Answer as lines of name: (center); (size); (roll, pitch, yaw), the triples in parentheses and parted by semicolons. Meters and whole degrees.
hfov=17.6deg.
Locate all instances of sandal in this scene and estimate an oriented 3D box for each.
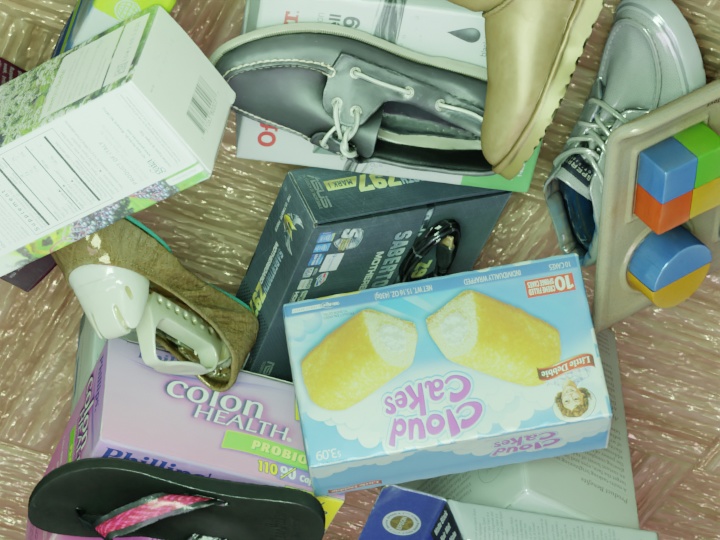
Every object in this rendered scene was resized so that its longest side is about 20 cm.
sandal: (-0.123, 0.164, 1.510); (0.198, 0.045, 0.075); (5, 139, 7)

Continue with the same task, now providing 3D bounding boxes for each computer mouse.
computer mouse: (0.056, 0.028, 1.609); (0.058, 0.034, 0.200); (-25, 152, -10)

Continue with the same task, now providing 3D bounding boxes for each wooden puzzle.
wooden puzzle: (0.239, -0.051, 1.552); (0.184, 0.046, 0.201); (-26, 143, -25)

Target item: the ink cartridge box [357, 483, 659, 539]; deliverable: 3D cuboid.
ink cartridge box: (0.083, 0.237, 1.617); (0.198, 0.041, 0.200); (11, 135, -11)

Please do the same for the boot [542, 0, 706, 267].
boot: (0.169, -0.086, 1.531); (0.095, 0.073, 0.201); (-37, 142, -26)

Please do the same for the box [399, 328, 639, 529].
box: (0.109, 0.139, 1.690); (0.106, 0.201, 0.152); (25, 131, -25)

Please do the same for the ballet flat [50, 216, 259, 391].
ballet flat: (-0.139, 0.023, 1.511); (0.067, 0.073, 0.200); (-15, 144, 31)

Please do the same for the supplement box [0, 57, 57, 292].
supplement box: (-0.274, -0.087, 1.519); (0.199, 0.111, 0.086); (28, 129, -26)

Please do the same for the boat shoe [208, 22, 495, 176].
boat shoe: (0.003, -0.100, 1.427); (0.198, 0.063, 0.073); (9, 133, -9)

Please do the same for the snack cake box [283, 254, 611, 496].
snack cake box: (0.056, 0.070, 1.526); (0.198, 0.116, 0.067); (-10, 157, -2)

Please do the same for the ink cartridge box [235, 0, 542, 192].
ink cartridge box: (0.023, -0.137, 1.494); (0.198, 0.084, 0.147); (6, 134, -6)

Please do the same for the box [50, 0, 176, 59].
box: (-0.150, -0.159, 1.441); (0.047, 0.122, 0.200); (25, 130, -13)

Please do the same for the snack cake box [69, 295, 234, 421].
snack cake box: (-0.105, 0.079, 1.686); (0.198, 0.116, 0.067); (13, 133, -13)

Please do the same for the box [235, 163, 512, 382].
box: (0.000, 0.000, 1.601); (0.157, 0.051, 0.200); (-11, 148, -30)

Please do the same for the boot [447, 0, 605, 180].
boot: (0.040, -0.171, 1.373); (0.199, 0.066, 0.176); (24, 103, -2)

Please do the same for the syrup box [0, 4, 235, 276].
syrup box: (-0.180, -0.070, 1.388); (0.199, 0.079, 0.082); (-24, 122, 28)

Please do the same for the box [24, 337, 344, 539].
box: (-0.126, 0.163, 1.619); (0.175, 0.097, 0.201); (16, 132, -16)
